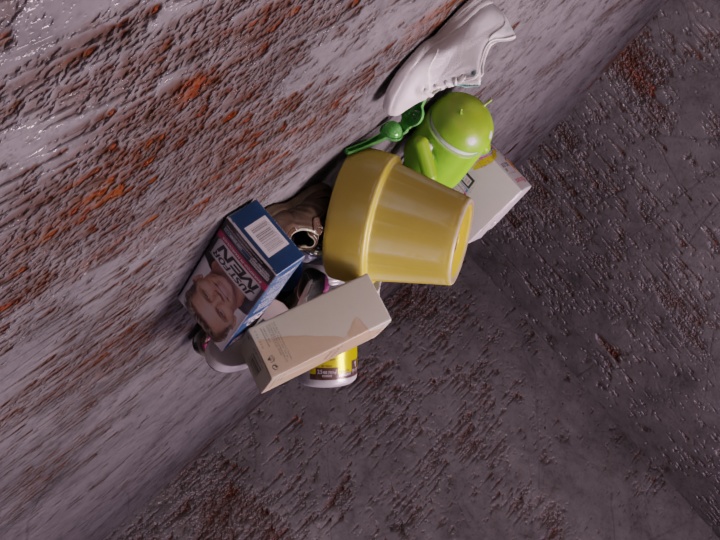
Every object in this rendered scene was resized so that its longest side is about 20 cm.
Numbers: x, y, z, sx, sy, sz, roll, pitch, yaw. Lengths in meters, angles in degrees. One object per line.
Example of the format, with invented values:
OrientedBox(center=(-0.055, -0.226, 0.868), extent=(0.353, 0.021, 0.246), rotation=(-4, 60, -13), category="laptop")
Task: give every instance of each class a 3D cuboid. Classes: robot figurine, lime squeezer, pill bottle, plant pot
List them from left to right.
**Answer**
OrientedBox(center=(-0.059, 0.086, 1.670), extent=(0.107, 0.205, 0.109), rotation=(-1, -173, 0), category="pill bottle")
OrientedBox(center=(0.059, -0.220, 1.460), extent=(0.199, 0.038, 0.071), rotation=(-42, 173, -6), category="lime squeezer")
OrientedBox(center=(0.062, -0.064, 1.472), extent=(0.201, 0.185, 0.205), rotation=(15, 90, -76), category="plant pot")
OrientedBox(center=(0.146, -0.215, 1.665), extent=(0.174, 0.117, 0.200), rotation=(-26, 164, -38), category="robot figurine")

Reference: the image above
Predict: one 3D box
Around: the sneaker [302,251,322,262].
OrientedBox(center=(-0.041, -0.065, 1.681), extent=(0.071, 0.073, 0.199), rotation=(-42, 175, 30), category="sneaker")

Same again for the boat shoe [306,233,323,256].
OrientedBox(center=(-0.039, -0.090, 1.585), extent=(0.065, 0.073, 0.200), rotation=(-52, 179, 34), category="boat shoe")

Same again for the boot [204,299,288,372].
OrientedBox(center=(-0.178, 0.120, 1.490), extent=(0.091, 0.073, 0.199), rotation=(-52, 170, 32), category="boot")

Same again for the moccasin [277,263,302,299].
OrientedBox(center=(-0.117, 0.013, 1.765), extent=(0.068, 0.082, 0.198), rotation=(-30, 164, 31), category="moccasin")

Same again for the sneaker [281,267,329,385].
OrientedBox(center=(-0.122, 0.082, 1.598), extent=(0.080, 0.086, 0.203), rotation=(-10, 128, -62), category="sneaker")

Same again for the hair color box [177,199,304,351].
OrientedBox(center=(-0.161, 0.011, 1.312), extent=(0.060, 0.100, 0.200), rotation=(-35, 169, -42), category="hair color box")

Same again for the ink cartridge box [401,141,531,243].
OrientedBox(center=(0.196, -0.175, 1.853), extent=(0.145, 0.201, 0.147), rotation=(-44, 174, 18), category="ink cartridge box")

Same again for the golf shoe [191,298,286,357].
OrientedBox(center=(-0.193, 0.092, 1.684), extent=(0.197, 0.074, 0.091), rotation=(-16, -171, -31), category="golf shoe")

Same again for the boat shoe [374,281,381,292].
OrientedBox(center=(0.000, 0.000, 1.604), extent=(0.202, 0.072, 0.066), rotation=(-82, 178, -52), category="boat shoe")

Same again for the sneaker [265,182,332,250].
OrientedBox(center=(-0.084, -0.063, 1.419), extent=(0.071, 0.076, 0.199), rotation=(-47, 172, 34), category="sneaker")

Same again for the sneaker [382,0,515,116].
OrientedBox(center=(0.116, -0.263, 1.305), extent=(0.200, 0.089, 0.075), rotation=(-44, 175, 11), category="sneaker")

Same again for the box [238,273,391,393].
OrientedBox(center=(-0.065, 0.088, 1.405), extent=(0.197, 0.079, 0.095), rotation=(-25, 169, -21), category="box")
